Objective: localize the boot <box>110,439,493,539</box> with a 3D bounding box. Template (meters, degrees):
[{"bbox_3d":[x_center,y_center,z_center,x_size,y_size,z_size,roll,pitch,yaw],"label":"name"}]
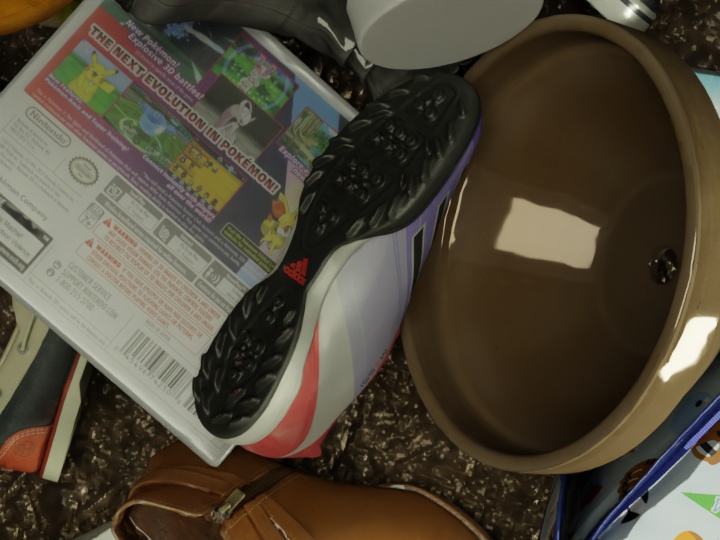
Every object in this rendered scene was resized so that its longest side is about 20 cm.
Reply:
[{"bbox_3d":[-0.024,0.148,0.752,0.199,0.155,0.074,21,99,8],"label":"boot"}]

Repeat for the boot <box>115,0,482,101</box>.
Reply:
[{"bbox_3d":[-0.015,-0.120,0.711,0.132,0.200,0.070,52,129,6],"label":"boot"}]

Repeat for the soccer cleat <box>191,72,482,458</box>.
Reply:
[{"bbox_3d":[0.000,0.000,0.696,0.068,0.073,0.201,36,95,43],"label":"soccer cleat"}]

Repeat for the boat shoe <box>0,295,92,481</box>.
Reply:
[{"bbox_3d":[-0.169,0.019,0.807,0.062,0.071,0.201,17,105,-6],"label":"boat shoe"}]

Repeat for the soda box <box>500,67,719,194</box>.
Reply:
[{"bbox_3d":[0.174,-0.066,0.745,0.199,0.064,0.069,12,98,8],"label":"soda box"}]

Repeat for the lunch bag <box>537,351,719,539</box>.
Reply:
[{"bbox_3d":[0.154,0.117,0.710,0.124,0.170,0.200,44,102,2],"label":"lunch bag"}]

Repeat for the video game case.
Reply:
[{"bbox_3d":[-0.089,-0.036,0.734,0.200,0.023,0.182,41,83,-4],"label":"video game case"}]

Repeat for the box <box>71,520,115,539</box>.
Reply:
[{"bbox_3d":[-0.175,0.266,0.757,0.130,0.200,0.200,-25,91,26],"label":"box"}]

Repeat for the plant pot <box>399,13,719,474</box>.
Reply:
[{"bbox_3d":[0.109,-0.007,0.667,0.092,0.201,0.202,10,99,-33],"label":"plant pot"}]

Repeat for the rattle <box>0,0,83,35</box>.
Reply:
[{"bbox_3d":[-0.168,-0.226,0.760,0.130,0.143,0.201,18,105,27],"label":"rattle"}]

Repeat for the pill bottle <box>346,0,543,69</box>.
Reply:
[{"bbox_3d":[0.017,-0.199,0.665,0.112,0.112,0.201,-17,75,11],"label":"pill bottle"}]

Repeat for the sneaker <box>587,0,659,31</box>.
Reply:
[{"bbox_3d":[0.097,-0.213,0.739,0.079,0.078,0.200,-40,86,17],"label":"sneaker"}]
